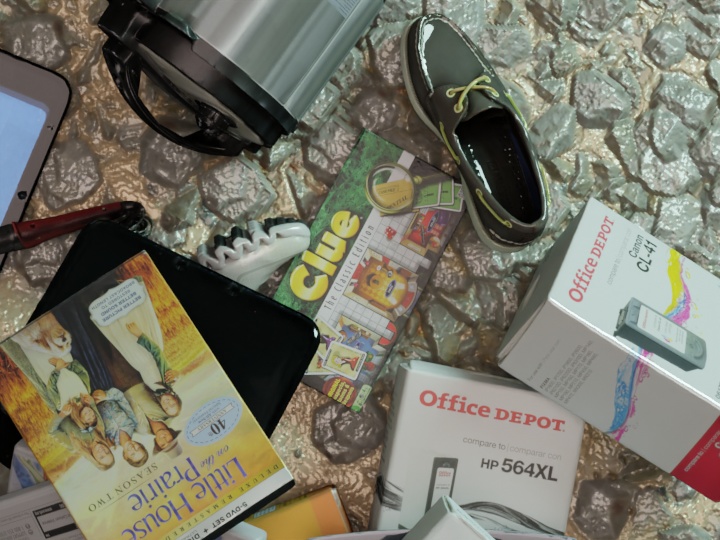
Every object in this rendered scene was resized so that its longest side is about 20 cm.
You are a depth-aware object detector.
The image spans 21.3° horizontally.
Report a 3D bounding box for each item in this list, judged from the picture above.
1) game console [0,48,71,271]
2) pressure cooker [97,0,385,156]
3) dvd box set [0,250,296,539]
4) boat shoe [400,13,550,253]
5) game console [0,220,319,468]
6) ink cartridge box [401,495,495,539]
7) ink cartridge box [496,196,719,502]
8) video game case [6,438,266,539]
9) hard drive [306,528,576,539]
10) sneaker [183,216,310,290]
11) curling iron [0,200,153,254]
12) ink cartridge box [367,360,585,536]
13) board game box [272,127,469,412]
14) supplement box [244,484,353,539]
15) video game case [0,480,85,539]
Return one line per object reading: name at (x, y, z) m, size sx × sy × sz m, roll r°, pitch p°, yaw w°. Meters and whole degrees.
game console at (-0.341, -0.092, 1.451) m, size 0.116 × 0.176 × 0.201 m, roll 21°, pitch 87°, yaw 27°
pressure cooker at (-0.097, -0.187, 1.427) m, size 0.176 × 0.179 × 0.200 m, roll 35°, pitch 87°, yaw -4°
dvd box set at (-0.158, 0.106, 1.337) m, size 0.146 × 0.029 × 0.200 m, roll -32°, pitch 75°, yaw -7°
boat shoe at (0.093, -0.114, 1.479) m, size 0.071 × 0.061 × 0.202 m, roll -22°, pitch 83°, yaw -17°
game console at (-0.154, 0.093, 1.425) m, size 0.199 × 0.116 × 0.176 m, roll 26°, pitch 129°, yaw 10°
ink cartridge box at (0.049, 0.282, 1.346) m, size 0.146 × 0.084 × 0.200 m, roll 43°, pitch 91°, yaw -2°
ink cartridge box at (0.221, 0.058, 1.444) m, size 0.200 × 0.148 × 0.086 m, roll 33°, pitch 130°, yaw -3°
video game case at (-0.177, 0.236, 1.408) m, size 0.199 × 0.022 × 0.183 m, roll 20°, pitch 115°, yaw 14°
hard drive at (0.059, 0.255, 1.410) m, size 0.199 × 0.042 × 0.136 m, roll 0°, pitch 92°, yaw -1°
sneaker at (-0.121, 0.025, 1.481) m, size 0.199 × 0.075 × 0.081 m, roll -29°, pitch 98°, yaw 6°
curling iron at (-0.256, -0.024, 1.471) m, size 0.199 × 0.050 × 0.026 m, roll -9°, pitch 121°, yaw -14°
ink cartridge box at (0.084, 0.181, 1.472) m, size 0.145 × 0.084 × 0.201 m, roll 10°, pitch 91°, yaw -1°
board game box at (0.000, 0.000, 1.505) m, size 0.104 × 0.023 × 0.201 m, roll 27°, pitch 88°, yaw 1°
supplement box at (-0.101, 0.231, 1.476) m, size 0.199 × 0.069 × 0.067 m, roll -20°, pitch 89°, yaw -4°
video game case at (-0.230, 0.249, 1.409) m, size 0.199 × 0.023 × 0.183 m, roll -20°, pitch 101°, yaw 25°
